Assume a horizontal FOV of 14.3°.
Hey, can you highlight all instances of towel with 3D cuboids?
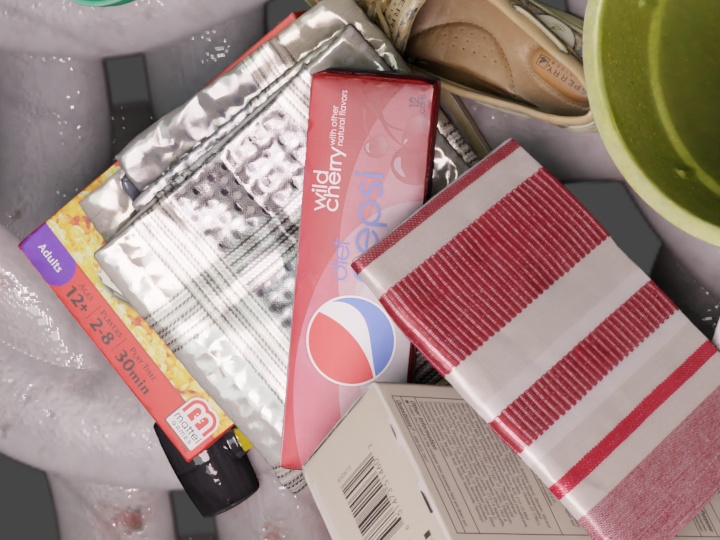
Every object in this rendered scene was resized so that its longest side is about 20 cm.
[{"bbox_3d":[0.100,0.040,1.398,0.200,0.144,0.023,47,137,5],"label":"towel"},{"bbox_3d":[-0.026,-0.016,1.495,0.192,0.035,0.200,-39,89,11],"label":"towel"}]

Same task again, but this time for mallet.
[{"bbox_3d":[-0.020,0.083,1.582,0.199,0.041,0.066,-18,100,25],"label":"mallet"}]

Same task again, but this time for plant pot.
[{"bbox_3d":[0.235,-0.104,1.380,0.199,0.190,0.201,-1,88,28],"label":"plant pot"}]

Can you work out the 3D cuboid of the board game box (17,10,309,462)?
[{"bbox_3d":[-0.061,-0.019,1.542,0.200,0.046,0.152,-40,88,11],"label":"board game box"}]

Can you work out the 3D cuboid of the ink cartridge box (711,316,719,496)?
[{"bbox_3d":[0.232,0.127,1.484,0.145,0.084,0.201,21,104,15],"label":"ink cartridge box"}]

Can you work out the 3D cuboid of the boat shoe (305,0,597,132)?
[{"bbox_3d":[0.050,-0.131,1.519,0.199,0.063,0.074,23,106,15],"label":"boat shoe"}]

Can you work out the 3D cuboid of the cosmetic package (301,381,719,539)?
[{"bbox_3d":[0.082,0.117,1.401,0.073,0.199,0.104,-50,50,34],"label":"cosmetic package"}]

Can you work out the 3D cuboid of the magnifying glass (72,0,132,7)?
[{"bbox_3d":[-0.095,-0.188,1.567,0.199,0.022,0.080,-1,93,28],"label":"magnifying glass"}]

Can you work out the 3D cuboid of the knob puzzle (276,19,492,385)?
[{"bbox_3d":[0.002,-0.013,1.573,0.218,0.030,0.221,3,99,19],"label":"knob puzzle"}]

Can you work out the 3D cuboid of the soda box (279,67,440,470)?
[{"bbox_3d":[0.000,0.000,1.447,0.063,0.070,0.201,5,97,5],"label":"soda box"}]
